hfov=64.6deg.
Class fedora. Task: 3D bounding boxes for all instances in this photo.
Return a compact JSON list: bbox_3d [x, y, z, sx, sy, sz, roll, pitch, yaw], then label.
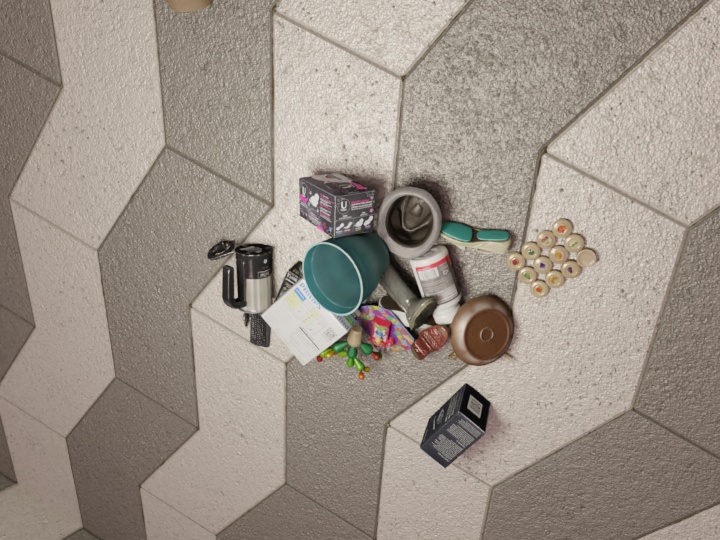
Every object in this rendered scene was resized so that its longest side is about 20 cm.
[{"bbox_3d":[0.140,-0.143,1.542,0.174,0.090,0.202,25,125,10],"label":"fedora"}]

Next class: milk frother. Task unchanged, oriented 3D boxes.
[{"bbox_3d":[-0.375,0.015,1.782,0.199,0.178,0.192,29,122,53],"label":"milk frother"}]

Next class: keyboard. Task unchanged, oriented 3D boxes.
[{"bbox_3d":[-0.349,0.166,1.887,0.102,0.040,0.204,12,115,14],"label":"keyboard"}]

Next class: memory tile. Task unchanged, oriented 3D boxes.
[{"bbox_3d":[0.501,-0.028,1.502,0.199,0.017,0.154,-39,95,29],"label":"memory tile"}]

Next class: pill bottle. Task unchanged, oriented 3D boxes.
[{"bbox_3d":[0.217,0.043,1.583,0.109,0.111,0.203,-13,107,24],"label":"pill bottle"}]

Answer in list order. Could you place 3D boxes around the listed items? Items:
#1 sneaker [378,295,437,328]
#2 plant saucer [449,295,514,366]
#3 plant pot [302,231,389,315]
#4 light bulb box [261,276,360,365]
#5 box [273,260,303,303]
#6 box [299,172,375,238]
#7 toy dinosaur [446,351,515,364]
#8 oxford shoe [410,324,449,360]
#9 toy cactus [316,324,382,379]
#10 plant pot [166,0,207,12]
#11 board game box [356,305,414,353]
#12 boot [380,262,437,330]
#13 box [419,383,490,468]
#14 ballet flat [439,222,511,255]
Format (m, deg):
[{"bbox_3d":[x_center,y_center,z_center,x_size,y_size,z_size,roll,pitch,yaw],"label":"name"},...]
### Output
[{"bbox_3d":[0.147,0.135,1.685,0.197,0.074,0.085,20,145,7],"label":"sneaker"},{"bbox_3d":[0.344,0.173,1.575,0.196,0.037,0.205,-2,101,-13],"label":"plant saucer"},{"bbox_3d":[-0.022,-0.010,1.529,0.197,0.187,0.204,18,121,31],"label":"plant pot"},{"bbox_3d":[-0.142,0.127,1.644,0.199,0.125,0.199,-38,95,29],"label":"light bulb box"},{"bbox_3d":[-0.153,0.098,1.758,0.198,0.086,0.165,30,119,6],"label":"box"},{"bbox_3d":[-0.065,-0.181,1.531,0.199,0.130,0.117,35,130,49],"label":"box"},{"bbox_3d":[0.348,0.224,1.656,0.196,0.059,0.102,-1,128,15],"label":"toy dinosaur"},{"bbox_3d":[0.210,0.192,1.636,0.071,0.074,0.200,55,150,8],"label":"oxford shoe"},{"bbox_3d":[-0.027,0.237,1.696,0.196,0.103,0.167,11,129,-1],"label":"toy cactus"},{"bbox_3d":[-0.454,-0.767,1.453,0.196,0.202,0.177,9,132,16],"label":"plant pot"},{"bbox_3d":[0.063,0.189,1.699,0.157,0.039,0.201,-17,121,45],"label":"board game box"},{"bbox_3d":[0.121,0.052,1.583,0.202,0.072,0.182,62,154,19],"label":"boot"},{"bbox_3d":[0.286,0.469,1.721,0.104,0.148,0.201,37,121,0],"label":"box"},{"bbox_3d":[0.303,-0.079,1.530,0.196,0.070,0.071,11,116,15],"label":"ballet flat"}]
